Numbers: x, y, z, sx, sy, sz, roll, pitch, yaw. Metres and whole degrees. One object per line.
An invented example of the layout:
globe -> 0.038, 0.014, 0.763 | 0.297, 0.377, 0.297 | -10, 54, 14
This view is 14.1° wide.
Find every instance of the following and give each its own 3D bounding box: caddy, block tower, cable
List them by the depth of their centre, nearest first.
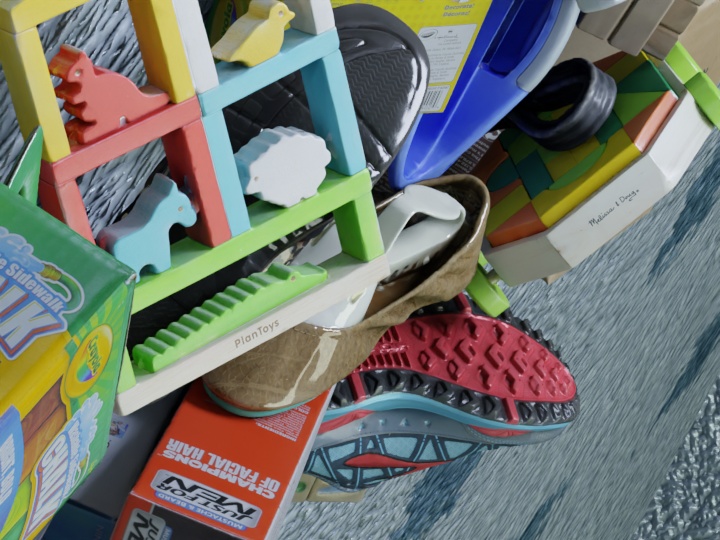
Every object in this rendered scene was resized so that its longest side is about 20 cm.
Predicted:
caddy -> 0.053, -0.132, 1.379 | 0.200, 0.105, 0.141 | -61, 165, 16
block tower -> 0.133, -0.179, 1.482 | 0.058, 0.054, 0.200 | -56, -160, 28
cable -> 0.068, -0.095, 1.484 | 0.097, 0.050, 0.200 | -46, -163, 6

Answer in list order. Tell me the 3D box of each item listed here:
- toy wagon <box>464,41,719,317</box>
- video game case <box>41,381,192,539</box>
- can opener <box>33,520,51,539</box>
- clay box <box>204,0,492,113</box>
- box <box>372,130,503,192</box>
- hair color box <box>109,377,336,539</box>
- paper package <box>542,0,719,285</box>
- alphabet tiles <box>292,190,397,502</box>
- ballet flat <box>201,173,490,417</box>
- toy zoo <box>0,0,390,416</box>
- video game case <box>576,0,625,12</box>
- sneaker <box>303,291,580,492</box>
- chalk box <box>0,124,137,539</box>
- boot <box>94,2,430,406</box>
toy wagon -> 0.106, -0.057, 1.462 | 0.155, 0.040, 0.200 | -38, -161, 7
video game case -> -0.128, 0.127, 1.350 | 0.181, 0.045, 0.201 | -68, 178, -56
can opener -> -0.169, 0.153, 1.233 | 0.079, 0.063, 0.200 | -42, 177, -31
clay box -> 0.014, -0.155, 1.220 | 0.115, 0.048, 0.200 | -4, 132, -35
box -> -0.001, -0.006, 1.558 | 0.200, 0.075, 0.100 | -47, 164, -42
hair color box -> -0.070, 0.115, 1.273 | 0.200, 0.064, 0.111 | -68, 180, -71
paper package -> 0.145, -0.119, 1.757 | 0.191, 0.103, 0.200 | -31, 152, -59
alphabet tiles -> -0.038, 0.040, 1.442 | 0.167, 0.008, 0.200 | 4, 128, -29
ballet flat -> 0.000, 0.000, 1.317 | 0.200, 0.068, 0.072 | -27, 153, -50
toy zoo -> -0.064, -0.061, 1.082 | 0.131, 0.020, 0.201 | -28, 121, -26
video game case -> 0.115, -0.221, 1.324 | 0.023, 0.183, 0.200 | -14, -172, 26
sneaker -> 0.010, 0.064, 1.445 | 0.096, 0.199, 0.080 | 119, -33, -47
chalk box -> -0.158, 0.037, 0.974 | 0.200, 0.124, 0.125 | -49, 165, -31
boot -> -0.061, -0.020, 1.212 | 0.200, 0.073, 0.151 | -53, -173, -15
